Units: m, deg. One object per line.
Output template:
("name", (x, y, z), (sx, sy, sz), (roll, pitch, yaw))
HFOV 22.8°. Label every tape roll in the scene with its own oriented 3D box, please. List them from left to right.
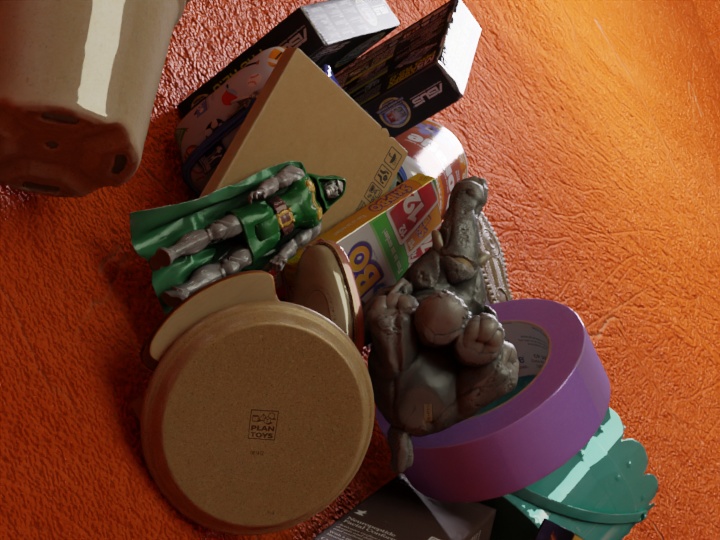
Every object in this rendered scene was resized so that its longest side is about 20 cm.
("tape roll", (0.115, 0.111, 1.563), (0.066, 0.199, 0.201), (61, 23, -26))

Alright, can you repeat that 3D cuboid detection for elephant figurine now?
("elephant figurine", (0.066, 0.039, 1.509), (0.200, 0.154, 0.142), (-91, 156, -63))

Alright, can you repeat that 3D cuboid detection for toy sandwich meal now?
("toy sandwich meal", (-0.087, 0.104, 1.375), (0.206, 0.205, 0.070), (53, -6, -21))

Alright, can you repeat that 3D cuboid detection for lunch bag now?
("lunch bag", (-0.061, -0.103, 1.599), (0.200, 0.160, 0.076), (38, 24, -40))

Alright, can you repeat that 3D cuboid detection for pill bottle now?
("pill bottle", (0.036, -0.080, 1.826), (0.113, 0.112, 0.200), (59, 25, -8))

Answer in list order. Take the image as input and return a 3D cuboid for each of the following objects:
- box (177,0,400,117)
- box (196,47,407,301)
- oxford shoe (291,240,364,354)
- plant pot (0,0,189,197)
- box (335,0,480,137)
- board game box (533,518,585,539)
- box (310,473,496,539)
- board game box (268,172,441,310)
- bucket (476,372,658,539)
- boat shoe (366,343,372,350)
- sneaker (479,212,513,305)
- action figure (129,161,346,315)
("box", (-0.065, -0.195, 1.683), (0.044, 0.160, 0.200), (56, 24, 1))
("box", (-0.056, -0.062, 1.514), (0.163, 0.021, 0.201), (40, 73, -38))
("oxford shoe", (-0.045, 0.073, 1.438), (0.073, 0.071, 0.202), (8, 80, -35))
("plant pot", (-0.225, -0.165, 1.343), (0.200, 0.199, 0.185), (35, 48, -45))
("box", (0.019, -0.175, 1.766), (0.044, 0.199, 0.161), (51, 26, -20))
("board game box", (0.183, 0.307, 1.558), (0.200, 0.034, 0.136), (37, 78, -53))
("box", (0.033, 0.243, 1.497), (0.200, 0.099, 0.076), (-22, 128, -67))
("board game box", (0.000, 0.000, 1.548), (0.199, 0.030, 0.096), (-32, 126, -35))
("bucket", (0.157, 0.202, 1.656), (0.135, 0.207, 0.208), (-47, 112, -29))
("boat shoe", (0.021, 0.047, 1.743), (0.201, 0.067, 0.072), (60, -4, -37))
("sneaker", (0.100, 0.034, 1.838), (0.070, 0.108, 0.202), (9, 60, -56))
("action figure", (-0.086, -0.034, 1.448), (0.199, 0.054, 0.119), (-33, 115, -36))
